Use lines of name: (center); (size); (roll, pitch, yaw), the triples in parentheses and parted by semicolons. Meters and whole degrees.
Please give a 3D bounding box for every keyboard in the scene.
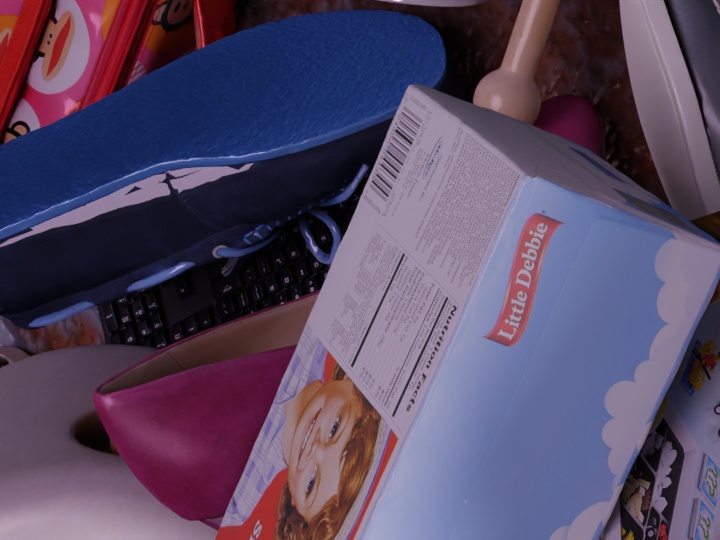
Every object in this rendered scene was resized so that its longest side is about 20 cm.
keyboard: (-0.031, 0.013, 0.988); (0.200, 0.040, 0.104); (-28, 76, 40)

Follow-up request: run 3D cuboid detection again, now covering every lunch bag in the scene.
lunch bag: (-0.120, -0.099, 1.031); (0.176, 0.082, 0.200); (37, 117, 27)

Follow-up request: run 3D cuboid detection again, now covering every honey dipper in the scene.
honey dipper: (0.074, -0.139, 0.866); (0.038, 0.038, 0.200); (28, 104, 36)

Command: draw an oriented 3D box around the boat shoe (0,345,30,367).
boat shoe: (-0.128, 0.120, 1.068); (0.072, 0.060, 0.200); (-42, 68, 35)

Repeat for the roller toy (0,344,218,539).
roller toy: (-0.086, 0.130, 0.936); (0.200, 0.140, 0.183); (-22, 111, 5)

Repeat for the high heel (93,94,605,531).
high heel: (0.000, 0.000, 0.865); (0.200, 0.096, 0.067); (-52, 26, -14)

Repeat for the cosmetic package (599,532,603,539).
cosmetic package: (0.069, 0.172, 0.871); (0.103, 0.073, 0.200); (-8, 91, 8)

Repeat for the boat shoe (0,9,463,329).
boat shoe: (-0.053, -0.036, 0.963); (0.200, 0.069, 0.084); (-15, 43, 19)

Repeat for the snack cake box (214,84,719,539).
snack cake box: (0.018, 0.058, 0.770); (0.200, 0.067, 0.115); (-66, 21, 10)

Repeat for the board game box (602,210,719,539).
board game box: (0.127, 0.061, 0.718); (0.126, 0.035, 0.200); (-19, 46, 24)

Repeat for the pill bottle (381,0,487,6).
pill bottle: (0.015, -0.194, 0.877); (0.113, 0.113, 0.200); (22, 108, 37)

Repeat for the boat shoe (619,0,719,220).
boat shoe: (0.134, -0.024, 0.842); (0.062, 0.073, 0.200); (-18, 70, -3)
